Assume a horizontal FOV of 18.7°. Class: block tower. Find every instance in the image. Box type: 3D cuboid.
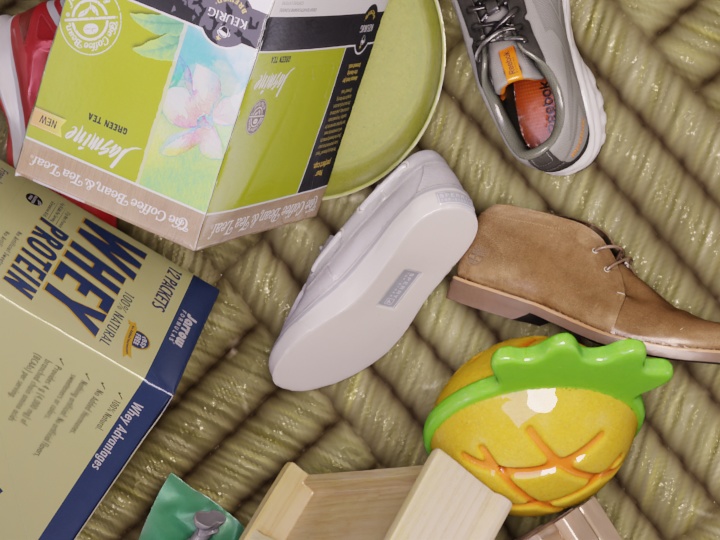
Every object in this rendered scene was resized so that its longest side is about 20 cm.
[{"bbox_3d":[0.085,0.211,1.402,0.200,0.054,0.058,-38,81,44],"label":"block tower"}]

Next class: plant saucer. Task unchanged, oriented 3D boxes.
[{"bbox_3d":[-0.034,-0.147,1.454,0.200,0.031,0.200,2,97,20],"label":"plant saucer"}]

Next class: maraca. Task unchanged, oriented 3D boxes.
[{"bbox_3d":[0.115,0.088,1.358,0.137,0.200,0.107,2,61,-16],"label":"maraca"}]

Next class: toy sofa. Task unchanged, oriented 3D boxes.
[{"bbox_3d":[0.014,0.177,1.398,0.098,0.083,0.200,40,154,-21],"label":"toy sofa"}]

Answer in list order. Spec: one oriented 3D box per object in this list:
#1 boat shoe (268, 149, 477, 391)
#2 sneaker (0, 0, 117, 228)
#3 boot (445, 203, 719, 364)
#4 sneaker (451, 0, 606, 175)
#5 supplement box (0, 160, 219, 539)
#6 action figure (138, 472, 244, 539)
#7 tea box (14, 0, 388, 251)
[{"bbox_3d":[0.000,0.000,1.441,0.200,0.072,0.069,-54,39,37],"label":"boat shoe"},{"bbox_3d":[-0.179,-0.095,1.492,0.115,0.078,0.200,-19,91,23],"label":"sneaker"},{"bbox_3d":[0.156,0.011,1.385,0.200,0.074,0.076,17,90,18],"label":"boot"},{"bbox_3d":[0.097,-0.155,1.377,0.074,0.079,0.200,-23,87,24],"label":"sneaker"},{"bbox_3d":[-0.237,0.063,1.451,0.200,0.134,0.200,31,121,-7],"label":"supplement box"},{"bbox_3d":[-0.143,0.253,1.538,0.118,0.055,0.200,40,113,9],"label":"action figure"},{"bbox_3d":[-0.089,-0.133,1.353,0.134,0.200,0.197,22,104,16],"label":"tea box"}]
